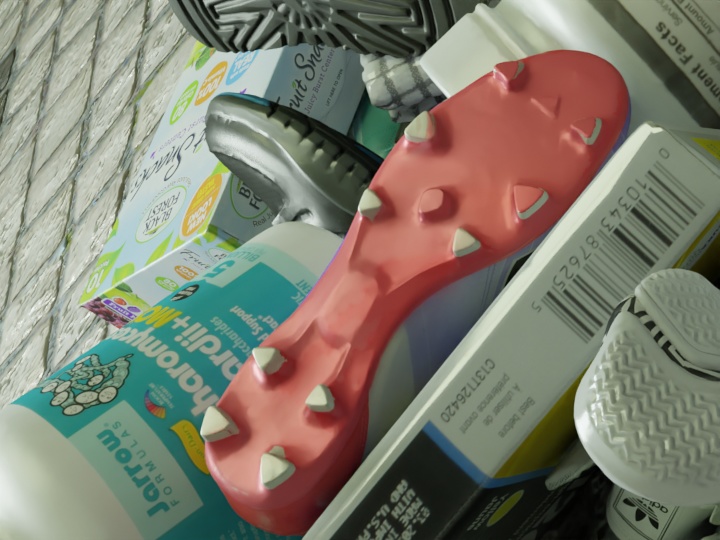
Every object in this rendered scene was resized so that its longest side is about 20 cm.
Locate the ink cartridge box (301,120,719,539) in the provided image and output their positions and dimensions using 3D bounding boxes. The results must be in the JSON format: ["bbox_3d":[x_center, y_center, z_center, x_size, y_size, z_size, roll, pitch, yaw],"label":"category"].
[{"bbox_3d":[0.083,0.035,0.846,0.198,0.047,0.200,-53,-20,16],"label":"ink cartridge box"}]

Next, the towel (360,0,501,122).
[{"bbox_3d":[0.082,-0.133,1.041,0.165,0.086,0.200,-26,35,11],"label":"towel"}]

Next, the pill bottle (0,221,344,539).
[{"bbox_3d":[-0.072,0.076,0.887,0.200,0.111,0.111,-36,12,-24],"label":"pill bottle"}]

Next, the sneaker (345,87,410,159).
[{"bbox_3d":[0.044,-0.097,1.147,0.080,0.071,0.201,-47,23,39],"label":"sneaker"}]

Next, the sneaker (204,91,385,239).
[{"bbox_3d":[0.000,0.000,0.979,0.082,0.200,0.073,-55,-22,11],"label":"sneaker"}]

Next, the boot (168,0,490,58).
[{"bbox_3d":[0.024,-0.178,1.019,0.181,0.073,0.200,7,44,41],"label":"boot"}]

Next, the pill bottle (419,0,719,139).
[{"bbox_3d":[0.125,-0.110,0.877,0.200,0.114,0.114,-43,24,6],"label":"pill bottle"}]

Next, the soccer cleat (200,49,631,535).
[{"bbox_3d":[0.023,0.008,0.825,0.067,0.076,0.200,37,84,27],"label":"soccer cleat"}]

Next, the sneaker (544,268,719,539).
[{"bbox_3d":[0.103,0.057,0.740,0.115,0.075,0.200,-57,-16,27],"label":"sneaker"}]

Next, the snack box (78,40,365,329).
[{"bbox_3d":[-0.055,-0.071,1.168,0.142,0.053,0.201,-28,35,56],"label":"snack box"}]
